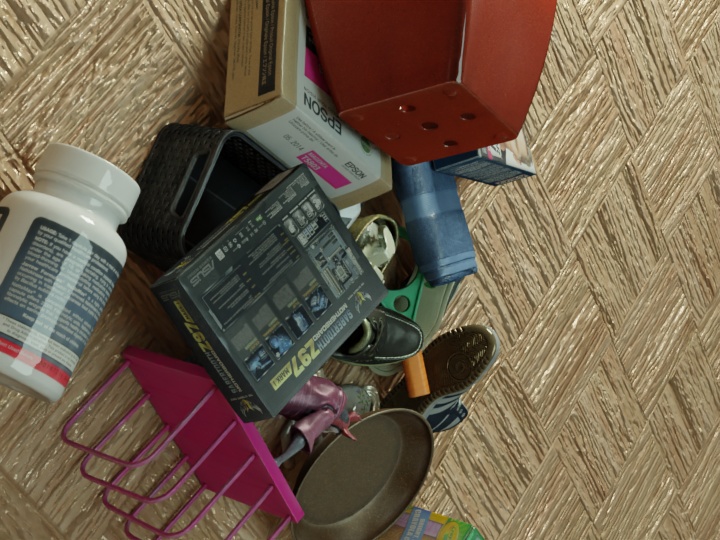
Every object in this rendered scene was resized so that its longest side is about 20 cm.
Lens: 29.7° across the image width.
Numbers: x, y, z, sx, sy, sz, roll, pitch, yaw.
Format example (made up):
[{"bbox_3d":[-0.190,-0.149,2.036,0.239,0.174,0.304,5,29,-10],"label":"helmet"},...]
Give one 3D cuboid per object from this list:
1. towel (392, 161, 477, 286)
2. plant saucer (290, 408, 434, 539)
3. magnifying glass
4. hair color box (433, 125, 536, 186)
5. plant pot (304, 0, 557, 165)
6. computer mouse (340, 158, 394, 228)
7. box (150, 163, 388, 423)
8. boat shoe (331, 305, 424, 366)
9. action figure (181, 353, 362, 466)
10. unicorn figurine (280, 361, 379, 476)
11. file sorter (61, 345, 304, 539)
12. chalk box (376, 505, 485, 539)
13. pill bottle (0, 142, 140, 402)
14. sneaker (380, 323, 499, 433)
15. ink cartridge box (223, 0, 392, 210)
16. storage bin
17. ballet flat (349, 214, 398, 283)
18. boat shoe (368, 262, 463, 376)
[{"bbox_3d":[0.075,-0.082,1.549,0.112,0.048,0.201,-11,85,-65],"label":"towel"},{"bbox_3d":[-0.005,0.230,1.515,0.200,0.037,0.201,-24,132,-29],"label":"plant saucer"},{"bbox_3d":[0.048,0.046,1.569,0.079,0.022,0.201,-12,92,-8],"label":"magnifying glass"},{"bbox_3d":[0.140,-0.162,1.603,0.200,0.060,0.100,4,72,-65],"label":"hair color box"},{"bbox_3d":[0.068,-0.219,1.338,0.200,0.199,0.177,32,53,-51],"label":"plant pot"},{"bbox_3d":[-0.031,-0.059,1.471,0.044,0.110,0.200,39,70,-7],"label":"computer mouse"},{"bbox_3d":[-0.079,0.019,1.260,0.200,0.051,0.158,-46,110,-38],"label":"box"},{"bbox_3d":[-0.010,0.070,1.490,0.200,0.066,0.072,13,90,-30],"label":"boat shoe"},{"bbox_3d":[-0.076,0.115,1.380,0.200,0.134,0.149,23,112,-26],"label":"action figure"},{"bbox_3d":[-0.038,0.160,1.525,0.200,0.074,0.138,3,95,-66],"label":"unicorn figurine"},{"bbox_3d":[-0.175,0.197,1.306,0.125,0.139,0.200,-48,131,-30],"label":"file sorter"},{"bbox_3d":[0.089,0.367,1.608,0.124,0.200,0.125,-56,135,-26],"label":"chalk box"},{"bbox_3d":[-0.270,0.000,1.163,0.120,0.119,0.200,40,68,-46],"label":"pill bottle"},{"bbox_3d":[0.110,0.132,1.627,0.200,0.070,0.108,-45,154,28],"label":"sneaker"},{"bbox_3d":[-0.049,-0.181,1.378,0.200,0.075,0.165,37,43,-48],"label":"ink cartridge box"},{"bbox_3d":[-0.126,-0.045,1.347,0.200,0.094,0.136,36,71,-47],"label":"storage bin"},{"bbox_3d":[0.000,0.000,1.451,0.200,0.070,0.071,-67,146,-55],"label":"ballet flat"},{"bbox_3d":[0.073,0.043,1.625,0.200,0.072,0.068,-60,165,-13],"label":"boat shoe"}]
